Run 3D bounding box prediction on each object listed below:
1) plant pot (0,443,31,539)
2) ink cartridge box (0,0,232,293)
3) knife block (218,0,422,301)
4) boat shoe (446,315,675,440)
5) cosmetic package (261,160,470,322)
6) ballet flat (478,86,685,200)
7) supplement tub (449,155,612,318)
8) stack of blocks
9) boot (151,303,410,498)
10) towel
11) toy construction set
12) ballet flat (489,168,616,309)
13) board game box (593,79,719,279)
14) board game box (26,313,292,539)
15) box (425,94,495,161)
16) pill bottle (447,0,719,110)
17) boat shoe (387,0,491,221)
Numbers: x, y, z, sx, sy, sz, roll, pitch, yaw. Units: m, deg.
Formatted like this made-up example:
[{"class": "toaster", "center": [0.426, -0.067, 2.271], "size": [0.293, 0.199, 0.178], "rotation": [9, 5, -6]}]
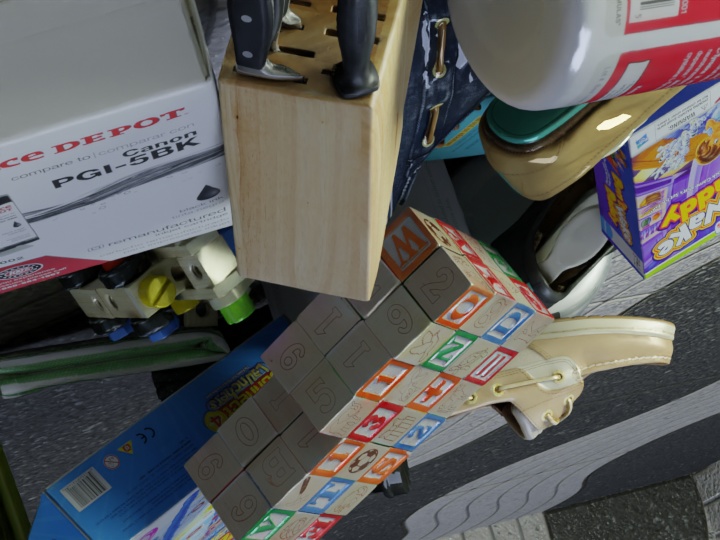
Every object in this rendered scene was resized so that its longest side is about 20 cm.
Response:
[{"class": "plant pot", "center": [-0.329, 0.159, 1.189], "size": [0.200, 0.199, 0.181], "rotation": [-28, 169, 27]}, {"class": "ink cartridge box", "center": [-0.133, -0.064, 0.810], "size": [0.147, 0.083, 0.200], "rotation": [-17, 166, -3]}, {"class": "knife block", "center": [-0.021, -0.070, 0.753], "size": [0.064, 0.200, 0.176], "rotation": [12, -165, 7]}, {"class": "boat shoe", "center": [0.096, 0.069, 1.140], "size": [0.200, 0.069, 0.074], "rotation": [-7, 172, -3]}, {"class": "cosmetic package", "center": [0.000, 0.000, 1.176], "size": [0.085, 0.108, 0.200], "rotation": [-14, 166, -18]}, {"class": "ballet flat", "center": [0.143, -0.109, 0.937], "size": [0.200, 0.069, 0.063], "rotation": [-36, 140, -5]}, {"class": "supplement tub", "center": [0.093, 0.003, 1.271], "size": [0.122, 0.123, 0.200], "rotation": [-16, 166, -10]}, {"class": "stack of blocks", "center": [-0.002, 0.064, 1.030], "size": [0.200, 0.059, 0.115], "rotation": [-45, 153, 13]}, {"class": "boot", "center": [-0.058, 0.100, 1.321], "size": [0.158, 0.211, 0.079], "rotation": [-20, 130, -2]}, {"class": "towel", "center": [-0.170, 0.057, 1.213], "size": [0.152, 0.023, 0.200], "rotation": [-10, -179, -14]}, {"class": "toy construction set", "center": [-0.094, -0.012, 1.074], "size": [0.131, 0.092, 0.200], "rotation": [-40, -177, -24]}, {"class": "ballet flat", "center": [0.149, -0.041, 1.131], "size": [0.200, 0.068, 0.068], "rotation": [-49, -167, -27]}, {"class": "board game box", "center": [0.222, -0.096, 1.034], "size": [0.200, 0.045, 0.135], "rotation": [-31, 146, -8]}, {"class": "board game box", "center": [-0.121, 0.145, 1.165], "size": [0.200, 0.056, 0.196], "rotation": [-37, 164, -35]}, {"class": "box", "center": [0.112, -0.105, 1.037], "size": [0.200, 0.049, 0.082], "rotation": [-9, 163, -34]}, {"class": "pill bottle", "center": [0.147, -0.139, 0.824], "size": [0.200, 0.112, 0.112], "rotation": [-12, 164, -25]}, {"class": "boat shoe", "center": [0.030, -0.085, 0.928], "size": [0.091, 0.071, 0.200], "rotation": [-17, 156, -8]}]
